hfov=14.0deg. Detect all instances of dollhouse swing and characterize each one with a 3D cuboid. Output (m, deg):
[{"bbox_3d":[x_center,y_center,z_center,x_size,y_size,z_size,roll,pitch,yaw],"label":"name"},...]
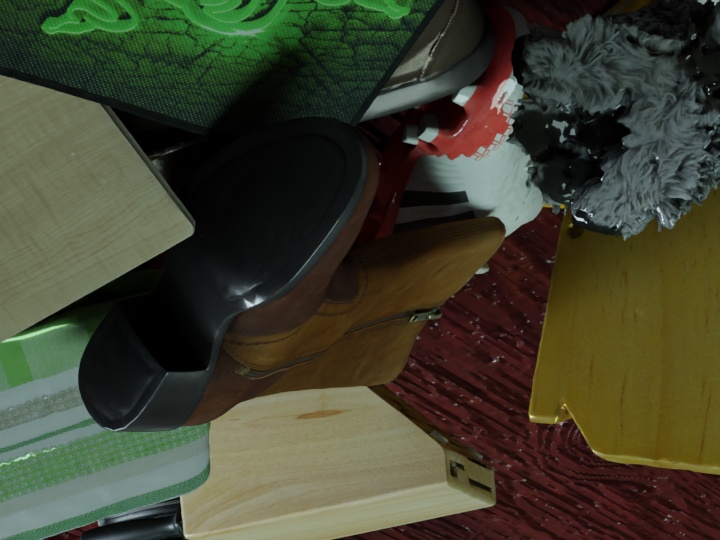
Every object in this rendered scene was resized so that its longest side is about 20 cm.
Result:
[{"bbox_3d":[0.215,0.023,1.403,0.199,0.182,0.176,5,168,28],"label":"dollhouse swing"}]

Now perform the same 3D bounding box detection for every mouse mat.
[{"bbox_3d":[-0.041,-0.121,1.140,0.200,0.008,0.161,15,119,-42],"label":"mouse mat"}]

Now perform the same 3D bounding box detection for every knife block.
[{"bbox_3d":[-0.053,0.119,1.535,0.176,0.200,0.064,-56,150,4],"label":"knife block"}]

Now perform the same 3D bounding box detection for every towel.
[{"bbox_3d":[-0.144,0.066,1.338,0.149,0.031,0.200,-17,151,-9],"label":"towel"}]

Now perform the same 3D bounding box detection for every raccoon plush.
[{"bbox_3d":[0.155,-0.077,1.246,0.199,0.097,0.134,-11,-173,26],"label":"raccoon plush"}]

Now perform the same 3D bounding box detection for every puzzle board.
[{"bbox_3d":[-0.189,-0.029,1.187,0.200,0.017,0.151,-28,115,18],"label":"puzzle board"}]

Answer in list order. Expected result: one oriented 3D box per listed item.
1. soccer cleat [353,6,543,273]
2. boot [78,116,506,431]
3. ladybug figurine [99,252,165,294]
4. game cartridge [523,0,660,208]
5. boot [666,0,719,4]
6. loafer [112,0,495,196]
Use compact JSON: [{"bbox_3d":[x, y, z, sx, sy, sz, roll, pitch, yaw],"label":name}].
[{"bbox_3d":[0.053,-0.056,1.350,0.085,0.069,0.200,9,147,-15],"label":"soccer cleat"},{"bbox_3d":[0.000,0.000,1.263,0.200,0.069,0.188,-7,139,-48],"label":"boot"},{"bbox_3d":[-0.123,-0.011,1.314,0.199,0.072,0.136,-19,157,-5],"label":"ladybug figurine"},{"bbox_3d":[0.163,-0.083,1.449,0.200,0.033,0.176,6,145,-44],"label":"game cartridge"},{"bbox_3d":[0.215,-0.121,1.340,0.199,0.073,0.090,-11,140,-23],"label":"boot"},{"bbox_3d":[-0.041,-0.092,1.231,0.200,0.073,0.071,-24,137,-13],"label":"loafer"}]
